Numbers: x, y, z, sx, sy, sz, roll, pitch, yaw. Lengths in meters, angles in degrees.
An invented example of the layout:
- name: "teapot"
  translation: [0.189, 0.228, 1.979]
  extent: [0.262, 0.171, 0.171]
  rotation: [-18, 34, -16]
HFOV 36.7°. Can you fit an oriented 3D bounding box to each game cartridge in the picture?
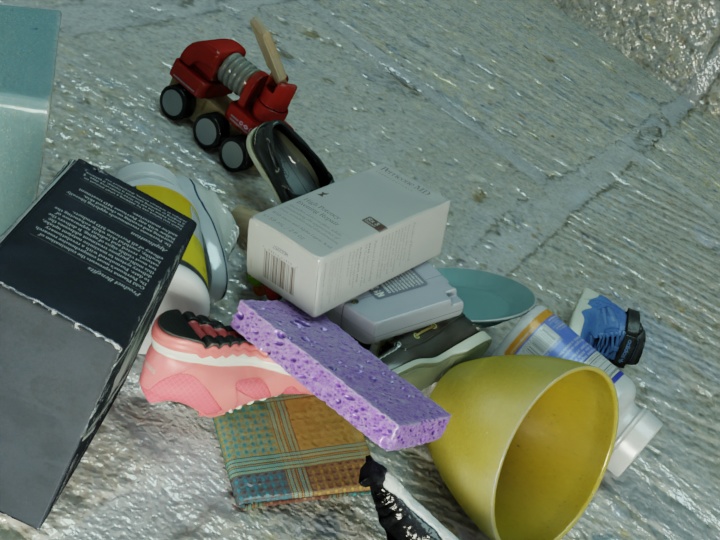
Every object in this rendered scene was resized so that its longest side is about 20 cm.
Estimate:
- name: "game cartridge"
  translation: [0.000, 0.000, 1.145]
  extent: [0.132, 0.042, 0.200]
  rotation: [-18, 43, -26]

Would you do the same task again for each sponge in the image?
- name: "sponge"
  translation: [-0.017, 0.091, 0.990]
  extent: [0.199, 0.030, 0.111]
  rotation: [36, 15, 27]

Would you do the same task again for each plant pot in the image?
- name: "plant pot"
  translation: [0.147, 0.167, 1.105]
  extent: [0.199, 0.203, 0.141]
  rotation: [-2, 18, -44]
- name: "plant pot"
  translation: [-0.400, -0.138, 1.027]
  extent: [0.197, 0.197, 0.197]
  rotation: [8, 35, -18]

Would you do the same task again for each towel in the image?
- name: "towel"
  translation: [-0.073, 0.139, 1.047]
  extent: [0.145, 0.022, 0.201]
  rotation: [-2, 43, -21]

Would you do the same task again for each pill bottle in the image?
- name: "pill bottle"
  translation: [-0.213, -0.020, 1.090]
  extent: [0.111, 0.113, 0.201]
  rotation: [16, 33, -25]
- name: "pill bottle"
  translation: [0.254, 0.145, 1.284]
  extent: [0.200, 0.113, 0.112]
  rotation: [42, 31, 16]

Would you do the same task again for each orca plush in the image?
- name: "orca plush"
  translation: [0.056, 0.260, 0.963]
  extent: [0.071, 0.105, 0.201]
  rotation: [-45, 109, -20]

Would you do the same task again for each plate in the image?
- name: "plate"
  translation: [0.119, 0.037, 1.347]
  extent: [0.197, 0.026, 0.200]
  rotation: [2, 17, -1]

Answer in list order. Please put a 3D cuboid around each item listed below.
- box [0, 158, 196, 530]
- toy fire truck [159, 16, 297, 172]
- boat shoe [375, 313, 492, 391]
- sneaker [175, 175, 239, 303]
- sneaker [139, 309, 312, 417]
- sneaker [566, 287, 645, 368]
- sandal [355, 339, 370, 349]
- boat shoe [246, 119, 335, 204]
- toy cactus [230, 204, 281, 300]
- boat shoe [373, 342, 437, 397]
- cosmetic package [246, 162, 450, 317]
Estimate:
- name: "box"
  translation: [-0.241, 0.053, 0.863]
  extent: [0.123, 0.201, 0.197]
  rotation: [27, 30, -5]
- name: "toy fire truck"
  translation: [-0.157, -0.250, 1.399]
  extent: [0.176, 0.201, 0.128]
  rotation: [40, 30, 16]
- name: "boat shoe"
  translation: [0.052, 0.090, 1.120]
  extent: [0.200, 0.072, 0.061]
  rotation: [-17, 58, -44]
- name: "sneaker"
  translation: [-0.166, -0.039, 1.203]
  extent: [0.070, 0.073, 0.201]
  rotation: [8, 37, -30]
- name: "sneaker"
  translation: [-0.120, 0.097, 1.014]
  extent: [0.199, 0.087, 0.074]
  rotation: [16, 18, -38]
- name: "sneaker"
  translation: [0.331, 0.093, 1.471]
  extent: [0.110, 0.077, 0.200]
  rotation: [27, 22, 11]
- name: "sandal"
  translation: [-0.019, 0.092, 1.170]
  extent: [0.075, 0.048, 0.201]
  rotation: [25, 31, -10]
- name: "boat shoe"
  translation: [-0.062, -0.103, 1.342]
  extent: [0.074, 0.066, 0.201]
  rotation: [-33, 93, -34]
- name: "toy cactus"
  translation: [-0.086, -0.030, 1.263]
  extent: [0.164, 0.103, 0.199]
  rotation: [33, 36, 23]
- name: "boat shoe"
  translation: [0.036, 0.063, 1.209]
  extent: [0.069, 0.071, 0.202]
  rotation: [-9, 72, -47]
- name: "cosmetic package"
  translation: [-0.010, -0.036, 1.096]
  extent: [0.101, 0.075, 0.199]
  rotation: [31, 40, 30]
